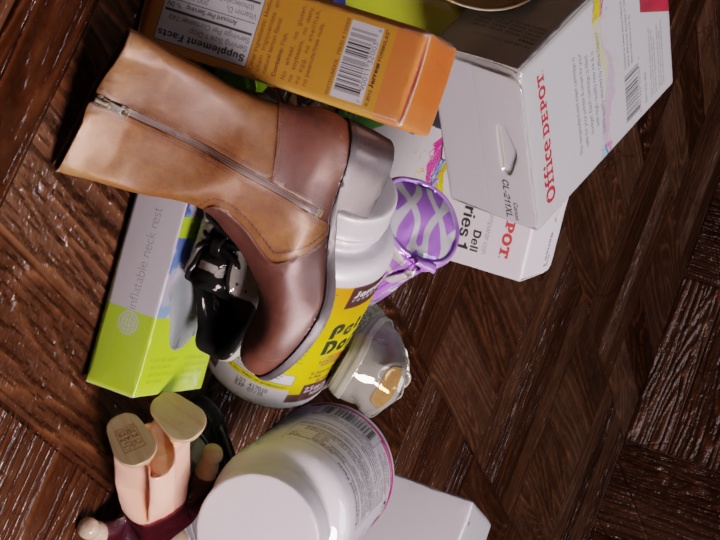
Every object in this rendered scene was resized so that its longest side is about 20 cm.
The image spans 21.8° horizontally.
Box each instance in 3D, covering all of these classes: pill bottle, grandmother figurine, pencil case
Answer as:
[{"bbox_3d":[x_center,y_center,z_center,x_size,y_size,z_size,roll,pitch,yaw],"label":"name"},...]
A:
[{"bbox_3d":[-0.049,0.176,1.436,0.200,0.112,0.114,-29,134,-72],"label":"pill bottle"},{"bbox_3d":[-0.153,0.172,1.387,0.120,0.061,0.201,-18,146,-14],"label":"grandmother figurine"},{"bbox_3d":[0.000,0.000,1.513,0.200,0.083,0.086,-37,-128,48],"label":"pencil case"},{"bbox_3d":[-0.043,0.004,1.417,0.109,0.109,0.201,-50,170,-49],"label":"pill bottle"}]

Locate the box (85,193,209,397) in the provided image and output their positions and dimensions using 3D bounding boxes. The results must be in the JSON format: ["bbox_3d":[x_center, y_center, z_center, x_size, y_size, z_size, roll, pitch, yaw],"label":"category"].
[{"bbox_3d":[-0.128,-0.014,1.341,0.122,0.047,0.202,0,107,-71],"label":"box"}]

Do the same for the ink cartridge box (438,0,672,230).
[{"bbox_3d":[0.144,-0.151,1.376,0.200,0.082,0.147,-45,141,-33],"label":"ink cartridge box"}]

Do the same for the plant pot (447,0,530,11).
[{"bbox_3d":[0.070,-0.277,1.299,0.199,0.027,0.202,5,81,-35],"label":"plant pot"}]

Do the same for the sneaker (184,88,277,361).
[{"bbox_3d":[-0.079,-0.024,1.284,0.088,0.075,0.202,-44,143,-45],"label":"sneaker"}]

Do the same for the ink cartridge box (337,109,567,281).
[{"bbox_3d":[0.078,-0.089,1.619,0.084,0.198,0.146,-17,123,-68],"label":"ink cartridge box"}]

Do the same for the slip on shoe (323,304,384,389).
[{"bbox_3d":[-0.041,0.077,1.639,0.062,0.074,0.200,-62,166,27],"label":"slip on shoe"}]

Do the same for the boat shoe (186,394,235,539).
[{"bbox_3d":[-0.117,0.185,1.504,0.071,0.072,0.201,-51,150,-38],"label":"boat shoe"}]

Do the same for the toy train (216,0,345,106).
[{"bbox_3d":[-0.060,-0.153,1.372,0.116,0.084,0.201,-39,143,-41],"label":"toy train"}]

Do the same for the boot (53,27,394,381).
[{"bbox_3d":[-0.100,-0.036,1.203,0.189,0.198,0.069,-62,-156,22],"label":"boot"}]

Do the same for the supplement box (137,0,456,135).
[{"bbox_3d":[-0.043,-0.149,1.227,0.069,0.199,0.066,-70,161,5],"label":"supplement box"}]

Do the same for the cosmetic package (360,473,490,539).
[{"bbox_3d":[-0.014,0.278,1.681,0.123,0.198,0.201,56,54,-69],"label":"cosmetic package"}]

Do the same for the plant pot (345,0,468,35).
[{"bbox_3d":[0.062,-0.252,1.452,0.201,0.199,0.181,-68,155,-6],"label":"plant pot"}]

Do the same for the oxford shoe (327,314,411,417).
[{"bbox_3d":[0.013,0.081,1.524,0.076,0.057,0.200,-62,179,4],"label":"oxford shoe"}]
